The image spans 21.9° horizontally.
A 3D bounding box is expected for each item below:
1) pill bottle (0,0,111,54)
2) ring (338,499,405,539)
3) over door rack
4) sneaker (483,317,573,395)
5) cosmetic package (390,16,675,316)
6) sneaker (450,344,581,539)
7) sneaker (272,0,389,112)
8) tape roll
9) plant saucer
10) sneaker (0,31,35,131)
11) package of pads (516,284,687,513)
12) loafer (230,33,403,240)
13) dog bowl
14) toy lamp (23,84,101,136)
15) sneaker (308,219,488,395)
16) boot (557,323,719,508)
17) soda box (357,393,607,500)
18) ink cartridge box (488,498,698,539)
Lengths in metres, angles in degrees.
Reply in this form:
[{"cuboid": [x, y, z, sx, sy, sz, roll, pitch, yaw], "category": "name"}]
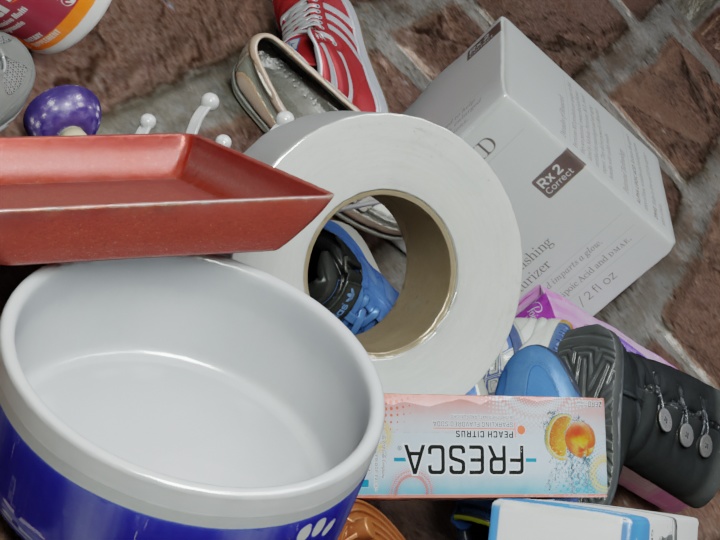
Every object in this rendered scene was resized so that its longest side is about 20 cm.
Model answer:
[{"cuboid": [-0.259, -0.230, 1.210, 0.200, 0.110, 0.110, 27, 30, -38], "category": "pill bottle"}, {"cuboid": [0.033, 0.219, 1.032, 0.201, 0.019, 0.201, 58, 16, -28], "category": "ring"}, {"cuboid": [-0.044, -0.077, 1.311, 0.147, 0.067, 0.200, 18, 7, 32], "category": "over door rack"}, {"cuboid": [0.092, 0.105, 1.356, 0.088, 0.075, 0.200, 8, 34, 19], "category": "sneaker"}, {"cuboid": [0.134, -0.069, 1.570, 0.200, 0.165, 0.165, 38, 25, -18], "category": "cosmetic package"}, {"cuboid": [0.100, 0.136, 1.218, 0.078, 0.066, 0.201, 29, 59, -41], "category": "sneaker"}, {"cuboid": [-0.050, -0.194, 1.570, 0.112, 0.071, 0.200, 23, 35, -51], "category": "sneaker"}, {"cuboid": [0.000, 0.000, 1.176, 0.202, 0.203, 0.071, 37, -10, -23], "category": "tape roll"}, {"cuboid": [-0.145, -0.041, 1.024, 0.199, 0.037, 0.200, -4, 16, -28], "category": "plant saucer"}, {"cuboid": [-0.246, -0.123, 1.095, 0.075, 0.082, 0.200, 50, 23, 8], "category": "sneaker"}, {"cuboid": [0.202, 0.107, 1.517, 0.200, 0.076, 0.121, 31, 28, -34], "category": "package of pads"}, {"cuboid": [-0.024, -0.104, 1.453, 0.200, 0.072, 0.063, 44, -21, 7], "category": "loafer"}, {"cuboid": [-0.092, 0.075, 0.952, 0.199, 0.079, 0.200, 14, 33, -9], "category": "dog bowl"}, {"cuboid": [-0.158, -0.029, 1.133, 0.058, 0.058, 0.200, 21, 33, -46], "category": "toy lamp"}, {"cuboid": [0.000, 0.040, 1.266, 0.200, 0.077, 0.111, 54, 20, 22], "category": "sneaker"}, {"cuboid": [0.204, 0.144, 1.382, 0.200, 0.065, 0.165, 30, 70, -53], "category": "boot"}, {"cuboid": [0.049, 0.108, 1.129, 0.199, 0.068, 0.064, 4, 82, -24], "category": "soda box"}, {"cuboid": [0.136, 0.210, 1.091, 0.200, 0.084, 0.145, 18, 77, -68], "category": "ink cartridge box"}]
